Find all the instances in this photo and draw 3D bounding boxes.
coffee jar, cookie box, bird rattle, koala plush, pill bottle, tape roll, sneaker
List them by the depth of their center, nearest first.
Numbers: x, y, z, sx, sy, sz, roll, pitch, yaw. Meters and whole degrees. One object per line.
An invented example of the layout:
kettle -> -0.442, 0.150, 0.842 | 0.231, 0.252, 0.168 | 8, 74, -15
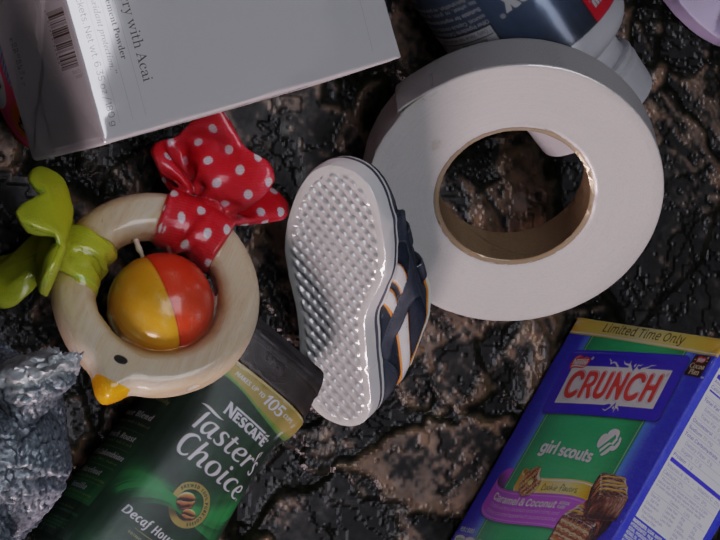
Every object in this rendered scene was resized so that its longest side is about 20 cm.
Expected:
koala plush -> -0.229, 0.104, 1.492 | 0.183, 0.200, 0.178 | 20, 82, -27
bird rattle -> -0.128, -0.001, 1.580 | 0.199, 0.113, 0.164 | -15, 76, -30
coffee jar -> -0.112, 0.117, 1.619 | 0.104, 0.085, 0.200 | 39, 74, -24
sneaker -> 0.000, 0.000, 1.654 | 0.079, 0.078, 0.201 | -45, 148, -44
tape roll -> 0.099, -0.058, 1.687 | 0.202, 0.037, 0.203 | -1, 124, -2
pill bottle -> 0.106, -0.181, 1.703 | 0.120, 0.119, 0.200 | -45, 111, -19
cookie box -> 0.170, 0.139, 1.723 | 0.075, 0.171, 0.200 | 39, 74, -27

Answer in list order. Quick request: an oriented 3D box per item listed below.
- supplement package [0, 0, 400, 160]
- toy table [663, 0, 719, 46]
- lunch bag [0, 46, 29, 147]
supplement package -> -0.100, -0.151, 1.504 | 0.199, 0.120, 0.122 | -19, 95, -27
toy table -> 0.271, -0.248, 1.790 | 0.184, 0.117, 0.200 | -47, 113, -18
lunch bag -> -0.147, -0.181, 1.595 | 0.199, 0.082, 0.177 | -22, 98, -26
